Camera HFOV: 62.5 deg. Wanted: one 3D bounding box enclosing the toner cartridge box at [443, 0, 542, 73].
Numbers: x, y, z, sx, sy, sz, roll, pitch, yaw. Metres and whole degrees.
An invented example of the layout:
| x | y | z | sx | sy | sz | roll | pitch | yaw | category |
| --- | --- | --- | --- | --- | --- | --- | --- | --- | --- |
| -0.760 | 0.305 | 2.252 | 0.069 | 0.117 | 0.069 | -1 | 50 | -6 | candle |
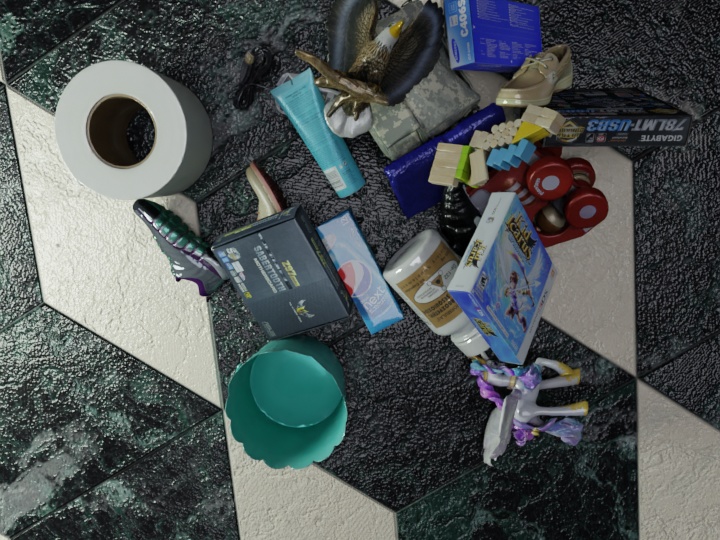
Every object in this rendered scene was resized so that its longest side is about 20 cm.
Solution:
| x | y | z | sx | sy | sz | roll | pitch | yaw | category |
| --- | --- | --- | --- | --- | --- | --- | --- | --- | --- |
| 0.202 | -0.346 | 0.878 | 0.043 | 0.199 | 0.096 | 0 | 101 | 45 | toner cartridge box |

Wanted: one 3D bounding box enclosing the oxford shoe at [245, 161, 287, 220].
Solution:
| x | y | z | sx | sy | sz | roll | pitch | yaw | category |
| --- | --- | --- | --- | --- | --- | --- | --- | --- | --- |
| -0.151 | -0.080 | 0.986 | 0.074 | 0.070 | 0.201 | -23 | 98 | 8 | oxford shoe |

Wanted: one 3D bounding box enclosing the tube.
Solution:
| x | y | z | sx | sy | sz | roll | pitch | yaw | category |
| --- | --- | --- | --- | --- | --- | --- | --- | --- | --- |
| -0.061 | -0.213 | 0.948 | 0.077 | 0.050 | 0.201 | -24 | 112 | 19 | tube |

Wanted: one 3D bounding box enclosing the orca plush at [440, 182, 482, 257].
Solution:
| x | y | z | sx | sy | sz | roll | pitch | yaw | category |
| --- | --- | --- | --- | --- | --- | --- | --- | --- | --- |
| 0.169 | -0.063 | 0.929 | 0.104 | 0.071 | 0.201 | 9 | 143 | 18 | orca plush |

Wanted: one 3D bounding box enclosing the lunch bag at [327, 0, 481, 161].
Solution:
| x | y | z | sx | sy | sz | roll | pitch | yaw | category |
| --- | --- | --- | --- | --- | --- | --- | --- | --- | --- |
| 0.070 | -0.287 | 0.908 | 0.167 | 0.139 | 0.201 | -32 | 96 | 13 | lunch bag |

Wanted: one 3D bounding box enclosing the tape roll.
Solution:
| x | y | z | sx | sy | sz | roll | pitch | yaw | category |
| --- | --- | --- | --- | --- | --- | --- | --- | --- | --- |
| -0.349 | -0.215 | 0.935 | 0.201 | 0.139 | 0.205 | 0 | 100 | 2 | tape roll |

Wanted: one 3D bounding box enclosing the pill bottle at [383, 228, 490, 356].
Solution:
| x | y | z | sx | sy | sz | roll | pitch | yaw | category |
| --- | --- | --- | --- | --- | --- | --- | --- | --- | --- |
| 0.141 | 0.040 | 0.971 | 0.114 | 0.114 | 0.200 | -42 | 101 | 8 | pill bottle |

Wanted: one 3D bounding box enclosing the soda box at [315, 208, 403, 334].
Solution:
| x | y | z | sx | sy | sz | roll | pitch | yaw | category |
| --- | --- | --- | --- | --- | --- | --- | --- | --- | --- |
| 0.000 | 0.000 | 0.994 | 0.064 | 0.068 | 0.201 | -27 | 97 | 6 | soda box |

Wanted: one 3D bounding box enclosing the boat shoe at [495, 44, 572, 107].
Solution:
| x | y | z | sx | sy | sz | roll | pitch | yaw | category |
| --- | --- | --- | --- | --- | --- | --- | --- | --- | --- |
| 0.257 | -0.285 | 0.866 | 0.072 | 0.200 | 0.065 | 18 | 127 | 35 | boat shoe |

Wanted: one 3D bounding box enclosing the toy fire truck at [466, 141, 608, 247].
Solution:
| x | y | z | sx | sy | sz | roll | pitch | yaw | category |
| --- | --- | --- | --- | --- | --- | --- | --- | --- | --- |
| 0.283 | -0.112 | 0.948 | 0.199 | 0.113 | 0.168 | 32 | 126 | -22 | toy fire truck |

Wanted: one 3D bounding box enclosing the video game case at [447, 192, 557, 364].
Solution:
| x | y | z | sx | sy | sz | roll | pitch | yaw | category |
| --- | --- | --- | --- | --- | --- | --- | --- | --- | --- |
| 0.226 | 0.014 | 0.909 | 0.200 | 0.045 | 0.182 | 48 | 59 | -38 | video game case |

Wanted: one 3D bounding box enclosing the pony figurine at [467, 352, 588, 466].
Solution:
| x | y | z | sx | sy | sz | roll | pitch | yaw | category |
| --- | --- | --- | --- | --- | --- | --- | --- | --- | --- |
| 0.271 | 0.229 | 0.997 | 0.198 | 0.167 | 0.195 | 8 | 67 | 4 | pony figurine |

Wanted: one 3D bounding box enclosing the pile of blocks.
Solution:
| x | y | z | sx | sy | sz | roll | pitch | yaw | category |
| --- | --- | --- | --- | --- | --- | --- | --- | --- | --- |
| 0.189 | -0.154 | 0.806 | 0.199 | 0.062 | 0.083 | -16 | 67 | 41 | pile of blocks |

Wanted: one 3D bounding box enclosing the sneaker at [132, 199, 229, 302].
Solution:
| x | y | z | sx | sy | sz | roll | pitch | yaw | category |
| --- | --- | --- | --- | --- | --- | --- | --- | --- | --- |
| -0.314 | -0.032 | 0.999 | 0.200 | 0.074 | 0.088 | 39 | 103 | -5 | sneaker |

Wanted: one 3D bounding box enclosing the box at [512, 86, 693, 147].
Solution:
| x | y | z | sx | sy | sz | roll | pitch | yaw | category |
| --- | --- | --- | --- | --- | --- | --- | --- | --- | --- |
| 0.345 | -0.229 | 0.878 | 0.198 | 0.199 | 0.050 | -1 | 118 | 1 | box |

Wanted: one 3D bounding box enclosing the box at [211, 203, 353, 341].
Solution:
| x | y | z | sx | sy | sz | roll | pitch | yaw | category |
| --- | --- | --- | --- | --- | --- | --- | --- | --- | --- |
| -0.123 | 0.009 | 0.963 | 0.157 | 0.051 | 0.201 | -18 | 118 | 18 | box |

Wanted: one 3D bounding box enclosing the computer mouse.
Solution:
| x | y | z | sx | sy | sz | roll | pitch | yaw | category |
| --- | --- | --- | --- | --- | --- | --- | --- | --- | --- |
| -0.100 | -0.280 | 0.960 | 0.199 | 0.044 | 0.110 | 20 | 123 | -6 | computer mouse |

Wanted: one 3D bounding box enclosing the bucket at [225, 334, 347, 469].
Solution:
| x | y | z | sx | sy | sz | roll | pitch | yaw | category |
| --- | --- | --- | --- | --- | --- | --- | --- | --- | --- |
| -0.117 | 0.212 | 0.997 | 0.205 | 0.135 | 0.209 | 0 | 99 | 2 | bucket |

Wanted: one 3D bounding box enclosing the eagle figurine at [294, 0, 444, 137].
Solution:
| x | y | z | sx | sy | sz | roll | pitch | yaw | category |
| --- | --- | --- | --- | --- | --- | --- | --- | --- | --- |
| 0.020 | -0.290 | 0.790 | 0.150 | 0.201 | 0.152 | -5 | 135 | 29 | eagle figurine |

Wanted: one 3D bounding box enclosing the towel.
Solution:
| x | y | z | sx | sy | sz | roll | pitch | yaw | category |
| --- | --- | --- | --- | --- | --- | --- | --- | --- | --- |
| 0.136 | -0.173 | 0.932 | 0.199 | 0.148 | 0.050 | -30 | 62 | 3 | towel |
